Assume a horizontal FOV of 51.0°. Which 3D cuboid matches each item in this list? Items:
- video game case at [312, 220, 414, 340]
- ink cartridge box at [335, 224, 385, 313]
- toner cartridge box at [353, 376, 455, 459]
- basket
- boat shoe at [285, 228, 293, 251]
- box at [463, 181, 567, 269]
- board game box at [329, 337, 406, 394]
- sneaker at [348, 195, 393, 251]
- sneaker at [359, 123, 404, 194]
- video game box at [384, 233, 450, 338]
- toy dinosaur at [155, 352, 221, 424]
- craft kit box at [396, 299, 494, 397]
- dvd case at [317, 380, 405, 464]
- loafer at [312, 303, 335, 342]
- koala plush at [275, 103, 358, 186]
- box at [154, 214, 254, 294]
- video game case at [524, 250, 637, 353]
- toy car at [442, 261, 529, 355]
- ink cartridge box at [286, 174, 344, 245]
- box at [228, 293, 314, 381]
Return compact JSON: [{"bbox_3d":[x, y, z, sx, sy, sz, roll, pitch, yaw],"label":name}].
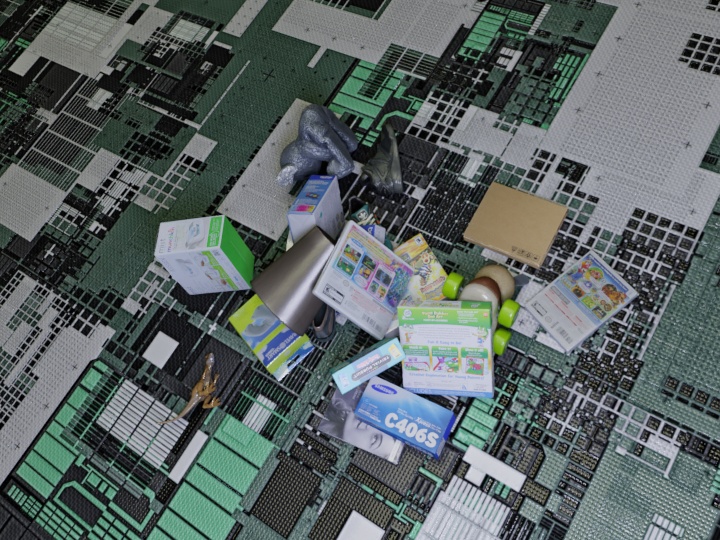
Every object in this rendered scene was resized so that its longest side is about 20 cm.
[{"bbox_3d":[0.010,0.023,1.658,0.024,0.198,0.185,-7,52,59],"label":"video game case"},{"bbox_3d":[0.000,0.000,1.728,0.092,0.044,0.206,-1,79,38],"label":"ink cartridge box"},{"bbox_3d":[0.092,0.306,1.585,0.196,0.043,0.096,21,68,24],"label":"toner cartridge box"},{"bbox_3d":[-0.123,0.013,1.699,0.200,0.136,0.181,-46,69,6],"label":"basket"},{"bbox_3d":[-0.152,-0.022,1.849,0.068,0.071,0.204,6,59,-8],"label":"boat shoe"},{"bbox_3d":[0.361,-0.109,1.757,0.197,0.021,0.165,23,71,27],"label":"box"},{"bbox_3d":[0.011,0.198,1.584,0.149,0.200,0.048,-29,88,-6],"label":"board game box"},{"bbox_3d":[0.015,-0.102,1.804,0.070,0.081,0.201,-30,45,-3],"label":"sneaker"},{"bbox_3d":[0.047,-0.282,1.916,0.111,0.077,0.204,-7,66,6],"label":"sneaker"},{"bbox_3d":[0.101,0.037,1.745,0.197,0.047,0.184,-31,60,-1],"label":"video game box"},{"bbox_3d":[-0.377,0.293,1.757,0.105,0.061,0.202,3,55,46],"label":"toy dinosaur"},{"bbox_3d":[0.180,0.163,1.578,0.195,0.202,0.049,1,23,17],"label":"craft kit box"},{"bbox_3d":[0.022,0.313,1.637,0.196,0.016,0.151,18,68,24],"label":"dvd case"},{"bbox_3d":[-0.091,0.064,1.778,0.070,0.063,0.204,-11,60,10],"label":"loafer"},{"bbox_3d":[-0.134,-0.306,1.938,0.198,0.184,0.179,-32,27,28],"label":"koala plush"},{"bbox_3d":[-0.376,-0.031,1.837,0.172,0.201,0.099,-6,59,15],"label":"box"},{"bbox_3d":[0.475,0.065,1.631,0.199,0.018,0.144,-38,58,-5],"label":"video game case"},{"bbox_3d":[0.285,0.053,1.653,0.162,0.160,0.200,26,44,20],"label":"toy car"},{"bbox_3d":[-0.099,-0.137,1.824,0.074,0.139,0.201,6,39,20],"label":"ink cartridge box"},{"bbox_3d":[-0.212,0.147,1.780,0.122,0.048,0.200,-41,58,-7],"label":"box"}]
